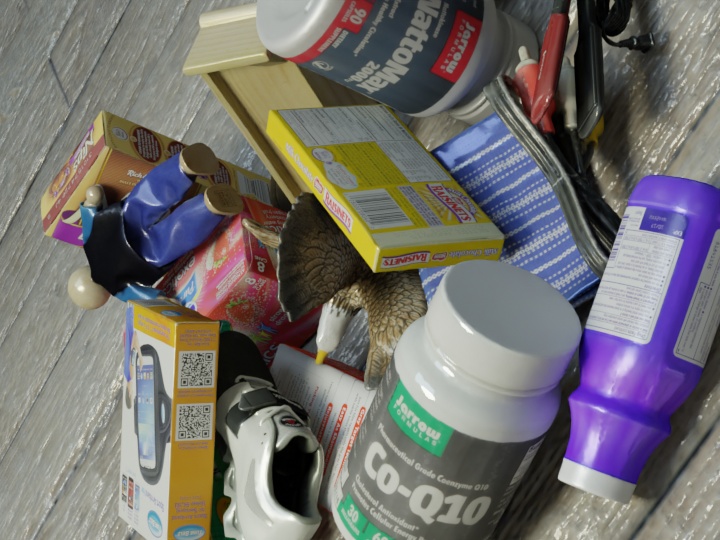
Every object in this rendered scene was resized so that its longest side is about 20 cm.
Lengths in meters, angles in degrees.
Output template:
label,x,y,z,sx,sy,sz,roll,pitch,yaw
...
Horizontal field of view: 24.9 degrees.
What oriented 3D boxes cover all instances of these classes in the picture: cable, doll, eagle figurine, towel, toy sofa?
label,x,y,z,sx,sy,sz,roll,pitch,yaw
cable,0.142,-0.078,1.103,0.050,0.097,0.200,-48,37,29
doll,-0.187,-0.022,1.405,0.200,0.048,0.137,-35,83,33
eagle figurine,-0.001,0.008,1.236,0.200,0.151,0.151,-152,54,-78
towel,0.100,-0.036,1.174,0.145,0.024,0.200,-30,44,18
toy sofa,-0.052,-0.136,1.332,0.083,0.200,0.098,-6,48,30

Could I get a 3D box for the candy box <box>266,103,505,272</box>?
label,x,y,z,sx,sy,sz,roll,pitch,yaw
candy box,0.014,-0.065,1.189,0.200,0.102,0.026,53,138,48

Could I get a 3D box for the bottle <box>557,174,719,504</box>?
label,x,y,z,sx,sy,sz,roll,pitch,yaw
bottle,0.177,0.043,1.009,0.083,0.065,0.201,14,84,65

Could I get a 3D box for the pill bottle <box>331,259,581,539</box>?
label,x,y,z,sx,sy,sz,roll,pitch,yaw
pill bottle,0.062,0.098,1.067,0.113,0.113,0.200,-111,35,-48

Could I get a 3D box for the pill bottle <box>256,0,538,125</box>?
label,x,y,z,sx,sy,sz,roll,pitch,yaw
pill bottle,0.033,-0.185,1.238,0.120,0.200,0.120,-34,46,44

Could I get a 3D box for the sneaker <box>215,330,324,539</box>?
label,x,y,z,sx,sy,sz,roll,pitch,yaw
sneaker,-0.065,0.121,1.221,0.089,0.074,0.200,-45,50,40

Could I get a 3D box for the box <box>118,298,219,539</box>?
label,x,y,z,sx,sy,sz,roll,pitch,yaw
box,-0.149,0.128,1.252,0.119,0.041,0.201,15,102,63

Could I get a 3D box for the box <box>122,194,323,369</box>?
label,x,y,z,sx,sy,sz,roll,pitch,yaw
box,-0.117,0.040,1.438,0.200,0.100,0.096,-45,38,33

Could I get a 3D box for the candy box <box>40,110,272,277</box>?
label,x,y,z,sx,sy,sz,roll,pitch,yaw
candy box,-0.175,-0.056,1.487,0.117,0.200,0.057,-48,37,30

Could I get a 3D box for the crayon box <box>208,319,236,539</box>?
label,x,y,z,sx,sy,sz,roll,pitch,yaw
crayon box,-0.128,0.156,1.322,0.119,0.058,0.201,122,139,-52

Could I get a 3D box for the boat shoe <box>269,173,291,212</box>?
label,x,y,z,sx,sy,sz,roll,pitch,yaw
boat shoe,-0.023,-0.139,1.441,0.068,0.072,0.200,-81,14,-74

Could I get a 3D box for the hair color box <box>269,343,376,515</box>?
label,x,y,z,sx,sy,sz,roll,pitch,yaw
hair color box,-0.012,0.129,1.257,0.200,0.061,0.102,20,91,60

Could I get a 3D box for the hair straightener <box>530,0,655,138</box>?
label,x,y,z,sx,sy,sz,roll,pitch,yaw
hair straightener,0.166,-0.168,1.146,0.041,0.077,0.200,116,170,-47
